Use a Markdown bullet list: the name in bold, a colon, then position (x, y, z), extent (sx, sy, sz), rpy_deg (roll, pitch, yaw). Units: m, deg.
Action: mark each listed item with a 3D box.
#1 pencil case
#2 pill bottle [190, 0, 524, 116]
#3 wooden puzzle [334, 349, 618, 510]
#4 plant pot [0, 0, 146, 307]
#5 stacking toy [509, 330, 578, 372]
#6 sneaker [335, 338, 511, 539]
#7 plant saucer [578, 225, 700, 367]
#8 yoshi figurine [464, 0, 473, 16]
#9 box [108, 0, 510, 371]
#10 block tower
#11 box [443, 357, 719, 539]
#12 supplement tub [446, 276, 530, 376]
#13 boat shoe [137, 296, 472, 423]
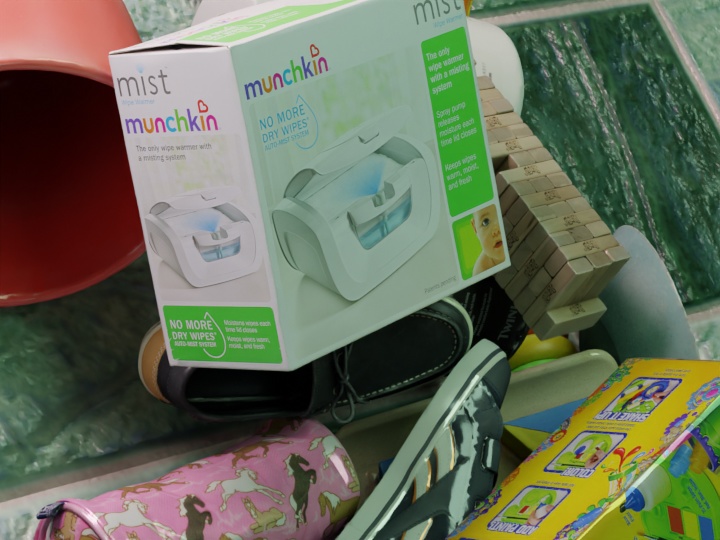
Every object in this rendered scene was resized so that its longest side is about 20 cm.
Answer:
- **pencil case**: position (-0.091, 0.141, 1.572), extent (0.200, 0.083, 0.087), rpy_deg (-18, 64, -43)
- **pill bottle**: position (-0.006, -0.123, 1.799), extent (0.199, 0.114, 0.115), rpy_deg (12, 55, -32)
- **wooden puzzle**: position (0.096, 0.158, 1.669), extent (0.185, 0.046, 0.201), rpy_deg (-16, 70, -6)
- **plant pot**: position (-0.207, -0.108, 1.590), extent (0.200, 0.201, 0.178), rpy_deg (14, 43, -31)
- **stacking toy**: position (0.115, 0.073, 1.789), extent (0.085, 0.085, 0.201), rpy_deg (10, 52, -33)
- **sneaker**: position (0.046, 0.136, 1.617), extent (0.079, 0.078, 0.200), rpy_deg (31, 69, 9)
- **plant saucer**: position (0.173, 0.073, 1.775), extent (0.039, 0.201, 0.202), rpy_deg (-13, 66, -10)
- **yoshi figurine**: position (-0.024, -0.219, 1.866), extent (0.199, 0.113, 0.112), rpy_deg (12, 39, -29)
- **box**: position (-0.026, -0.059, 1.534), extent (0.200, 0.096, 0.177), rpy_deg (-23, 108, -47)
- **block tower**: position (0.080, -0.054, 1.689), extent (0.054, 0.058, 0.200), rpy_deg (-13, 60, -46)
- **box**: position (0.172, 0.185, 1.561), extent (0.193, 0.122, 0.200), rpy_deg (-42, 109, -24)
- **supplement tub**: position (0.000, 0.000, 1.713), extent (0.199, 0.123, 0.123), rpy_deg (7, 58, -35)
- **boat shoe**: position (-0.026, 0.052, 1.610), extent (0.199, 0.075, 0.062), rpy_deg (-4, 23, -20)
